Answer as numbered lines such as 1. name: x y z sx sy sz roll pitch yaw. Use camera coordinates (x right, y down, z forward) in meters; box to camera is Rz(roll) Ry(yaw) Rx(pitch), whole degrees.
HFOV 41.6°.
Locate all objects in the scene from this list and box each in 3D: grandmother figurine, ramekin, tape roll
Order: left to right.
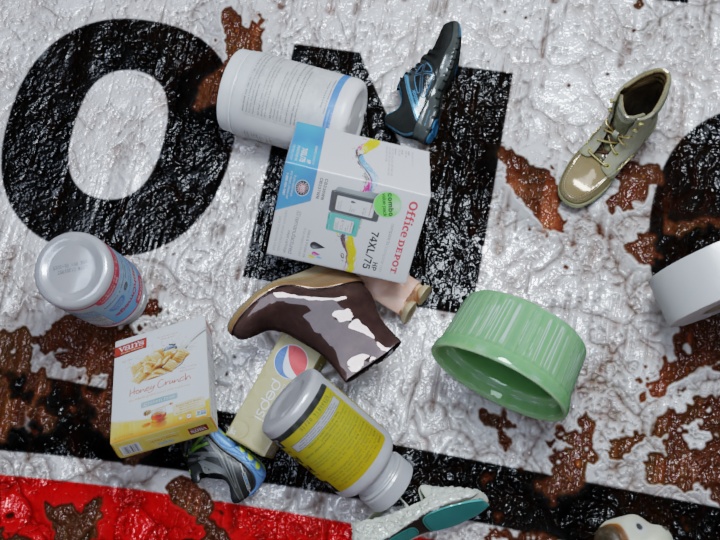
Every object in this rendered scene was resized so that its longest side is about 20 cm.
1. grandmother figurine: 0.000 0.000 1.399 0.200 0.061 0.121 35 55 15
2. ramekin: 0.205 0.111 1.280 0.199 0.200 0.098 26 73 11
3. tape roll: 0.492 0.007 1.269 0.202 0.202 0.071 -22 76 1

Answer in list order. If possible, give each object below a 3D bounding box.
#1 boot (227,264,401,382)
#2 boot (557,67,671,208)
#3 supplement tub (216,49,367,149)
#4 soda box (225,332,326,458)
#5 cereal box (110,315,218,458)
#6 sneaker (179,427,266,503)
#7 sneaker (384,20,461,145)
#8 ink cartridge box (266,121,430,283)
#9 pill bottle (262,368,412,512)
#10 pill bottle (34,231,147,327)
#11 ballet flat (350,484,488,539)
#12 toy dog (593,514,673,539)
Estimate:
1. boot: -0.064 0.084 1.306 0.199 0.072 0.167 -29 68 -14
2. boot: 0.360 -0.188 1.351 0.072 0.155 0.200 42 84 14
3. supplement tub: -0.101 -0.247 1.427 0.199 0.132 0.132 18 79 9
4. soda box: -0.111 0.166 1.365 0.068 0.064 0.201 27 80 11
5. cereal box: -0.279 0.160 1.345 0.143 0.040 0.200 -17 42 1
6. sneaker: -0.229 0.256 1.352 0.199 0.071 0.083 36 80 11
7. sneaker: 0.100 -0.296 1.447 0.082 0.073 0.201 18 78 12
8. ink cartridge box: -0.014 -0.096 1.328 0.199 0.146 0.147 12 120 -4
9. pill bottle: -0.027 0.236 1.289 0.200 0.111 0.111 41 83 -13
10. pill bottle: -0.375 0.021 1.357 0.108 0.200 0.109 -1 77 6
11. ballet flat: 0.075 0.333 1.306 0.199 0.072 0.072 -24 75 0
12. toy dog: 0.366 0.420 1.232 0.193 0.139 0.201 -17 74 40
